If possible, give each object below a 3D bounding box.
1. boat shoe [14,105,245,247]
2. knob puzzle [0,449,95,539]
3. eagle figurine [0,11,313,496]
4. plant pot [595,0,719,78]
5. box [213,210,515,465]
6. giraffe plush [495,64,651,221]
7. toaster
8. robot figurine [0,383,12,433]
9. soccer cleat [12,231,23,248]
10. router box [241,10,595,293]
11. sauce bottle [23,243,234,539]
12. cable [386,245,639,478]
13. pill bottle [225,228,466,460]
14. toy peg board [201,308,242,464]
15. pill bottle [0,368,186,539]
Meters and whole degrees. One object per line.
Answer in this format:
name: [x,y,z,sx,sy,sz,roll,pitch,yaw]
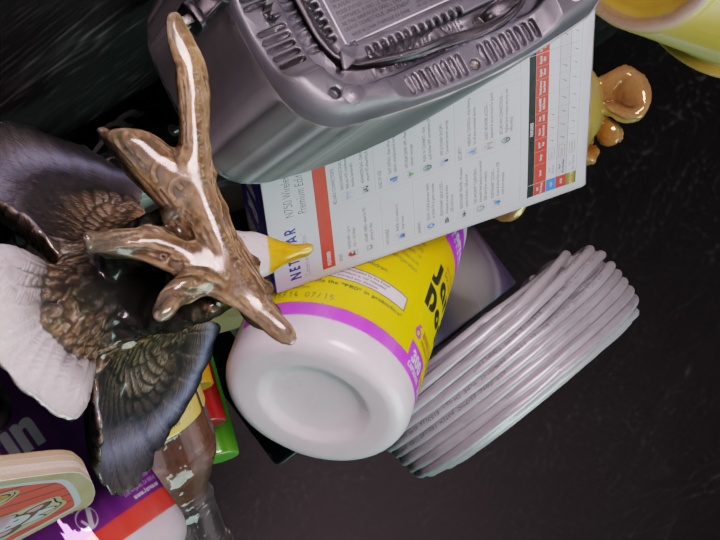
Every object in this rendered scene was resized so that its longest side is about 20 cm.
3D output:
boat shoe: [-0.106,-0.057,1.212,0.200,0.061,0.075,-13,168,-47]
knob puzzle: [-0.181,0.119,0.876,0.219,0.031,0.220,-25,169,-5]
eagle figurine: [-0.092,0.004,0.931,0.200,0.150,0.152,-17,-128,61]
plant pot: [0.235,-0.223,1.518,0.201,0.201,0.188,-37,161,35]
box: [-0.030,-0.014,1.510,0.123,0.200,0.198,-37,178,31]
giraffe plush: [0.074,-0.116,1.388,0.200,0.162,0.173,-34,177,-35]
toaster: [-0.004,-0.108,0.959,0.199,0.114,0.129,-28,177,-26]
robot figurine: [-0.229,0.055,0.887,0.125,0.150,0.200,-55,-171,-36]
soccer cleat: [-0.127,-0.021,1.301,0.070,0.087,0.200,-36,178,17]
router box: [0.025,-0.086,1.148,0.179,0.049,0.200,-19,149,-9]
sauce bottle: [-0.109,0.067,1.149,0.064,0.201,0.065,-14,-156,7]
cable: [0.095,0.063,1.535,0.200,0.069,0.200,-37,178,-26]
pill bottle: [0.000,0.000,1.286,0.104,0.104,0.201,-38,-155,45]
toy peg board: [-0.156,0.063,1.250,0.199,0.098,0.199,-17,166,-2]
pill bottle: [-0.178,0.077,1.082,0.112,0.200,0.112,-36,178,-1]
